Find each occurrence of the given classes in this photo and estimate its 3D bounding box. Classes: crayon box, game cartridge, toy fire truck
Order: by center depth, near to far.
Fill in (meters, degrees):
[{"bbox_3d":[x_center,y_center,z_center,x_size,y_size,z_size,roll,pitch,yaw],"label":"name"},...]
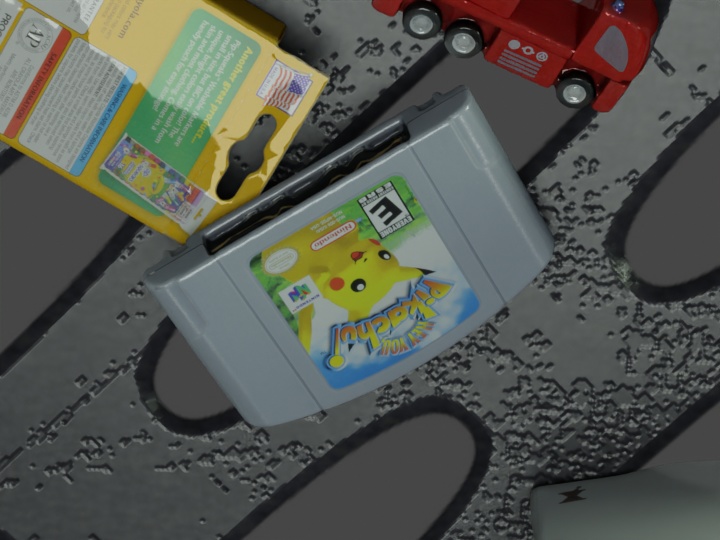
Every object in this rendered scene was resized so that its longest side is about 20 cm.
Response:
[{"bbox_3d":[0.075,-0.173,1.160,0.199,0.049,0.141,23,132,-11],"label":"toy fire truck"},{"bbox_3d":[-0.130,-0.109,1.228,0.200,0.052,0.126,31,107,-6],"label":"crayon box"},{"bbox_3d":[0.000,0.000,1.236,0.200,0.041,0.133,-31,129,5],"label":"game cartridge"}]

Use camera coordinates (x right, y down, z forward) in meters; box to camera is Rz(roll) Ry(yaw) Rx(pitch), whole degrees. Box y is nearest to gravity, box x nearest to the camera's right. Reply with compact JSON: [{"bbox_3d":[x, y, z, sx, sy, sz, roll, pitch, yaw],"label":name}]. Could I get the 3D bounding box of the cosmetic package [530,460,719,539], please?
[{"bbox_3d":[0.188,0.226,1.254,0.164,0.165,0.201,-9,107,5],"label":"cosmetic package"}]
